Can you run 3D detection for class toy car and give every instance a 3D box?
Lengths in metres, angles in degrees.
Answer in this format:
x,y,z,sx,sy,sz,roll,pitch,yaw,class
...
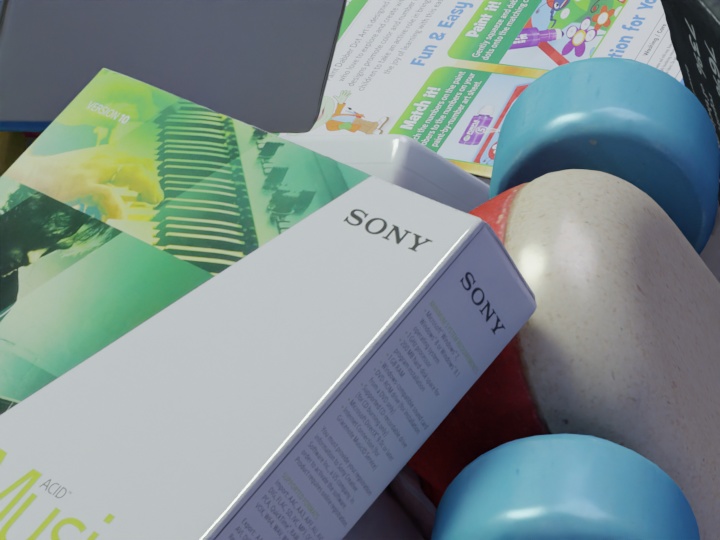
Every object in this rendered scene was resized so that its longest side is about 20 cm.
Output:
x,y,z,sx,sy,sz,roll,pitch,yaw,class
0.017,0.075,0.676,0.200,0.177,0.184,-20,33,24,toy car

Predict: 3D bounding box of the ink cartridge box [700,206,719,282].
x,y,z,sx,sy,sz,roll,pitch,yaw,class
0.125,-0.006,1.088,0.200,0.147,0.083,19,14,34,ink cartridge box

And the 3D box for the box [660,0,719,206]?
x,y,z,sx,sy,sz,roll,pitch,yaw,class
0.177,-0.013,0.728,0.104,0.148,0.200,-24,35,-3,box

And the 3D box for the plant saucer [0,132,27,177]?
x,y,z,sx,sy,sz,roll,pitch,yaw,class
-0.209,0.021,0.708,0.200,0.048,0.200,12,47,-4,plant saucer

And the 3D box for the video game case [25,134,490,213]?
x,y,z,sx,sy,sz,roll,pitch,yaw,class
0.000,0.000,0.822,0.182,0.023,0.200,2,-17,39,video game case

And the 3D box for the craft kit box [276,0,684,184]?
x,y,z,sx,sy,sz,roll,pitch,yaw,class
0.060,-0.085,1.042,0.197,0.049,0.200,13,44,23,craft kit box

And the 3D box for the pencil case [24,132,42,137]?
x,y,z,sx,sy,sz,roll,pitch,yaw,class
-0.151,-0.088,0.961,0.200,0.091,0.094,17,27,35,pencil case

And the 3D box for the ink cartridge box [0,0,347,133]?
x,y,z,sx,sy,sz,roll,pitch,yaw,class
-0.121,-0.113,0.804,0.200,0.084,0.145,26,19,36,ink cartridge box

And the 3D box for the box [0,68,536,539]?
x,y,z,sx,sy,sz,roll,pitch,yaw,class
-0.074,0.048,0.588,0.144,0.200,0.036,23,-26,44,box
